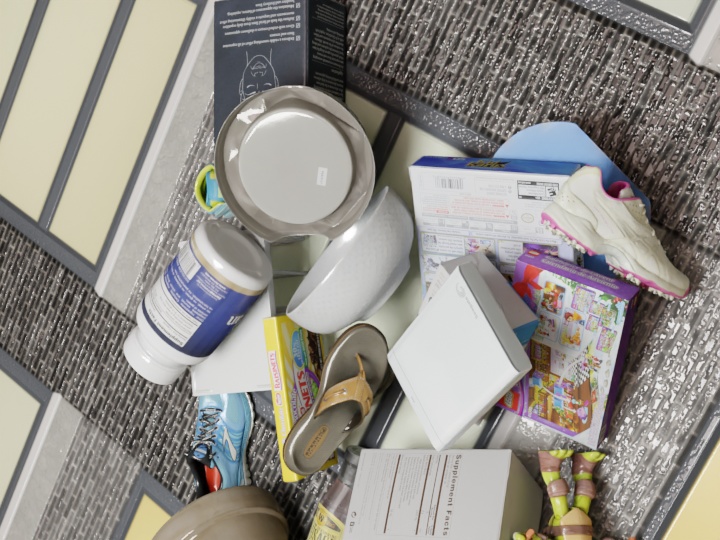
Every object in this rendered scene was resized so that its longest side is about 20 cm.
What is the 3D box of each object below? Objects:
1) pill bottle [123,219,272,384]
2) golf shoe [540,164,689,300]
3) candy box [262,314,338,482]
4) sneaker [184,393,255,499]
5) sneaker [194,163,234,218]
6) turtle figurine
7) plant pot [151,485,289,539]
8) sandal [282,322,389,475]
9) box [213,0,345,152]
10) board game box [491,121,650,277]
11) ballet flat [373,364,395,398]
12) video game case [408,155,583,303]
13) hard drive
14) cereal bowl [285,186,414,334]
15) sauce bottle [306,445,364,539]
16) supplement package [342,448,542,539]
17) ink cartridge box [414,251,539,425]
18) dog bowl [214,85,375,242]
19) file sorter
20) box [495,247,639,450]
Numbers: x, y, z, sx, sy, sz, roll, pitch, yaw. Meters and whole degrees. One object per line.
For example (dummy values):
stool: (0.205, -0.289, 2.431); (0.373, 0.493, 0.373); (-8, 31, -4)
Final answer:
pill bottle: (-0.206, 0.044, 1.313); (0.200, 0.111, 0.111); (-49, 69, 22)
golf shoe: (0.291, -0.039, 1.149); (0.092, 0.198, 0.075); (-60, 22, 2)
candy box: (-0.074, 0.154, 1.338); (0.026, 0.102, 0.203); (-8, 90, 32)
sneaker: (-0.197, 0.236, 1.462); (0.077, 0.090, 0.203); (-7, 86, 29)
sneaker: (-0.131, -0.101, 1.399); (0.197, 0.130, 0.081); (-2, 88, 29)
turtle figurine: (0.249, 0.289, 1.206); (0.064, 0.197, 0.164); (134, 140, -67)
plant pot: (-0.157, 0.408, 1.353); (0.201, 0.199, 0.174); (-55, 47, 18)
sandal: (-0.025, 0.160, 1.266); (0.201, 0.081, 0.055); (-57, 26, 0)
box: (-0.106, -0.252, 1.397); (0.146, 0.107, 0.204); (1, 90, 28)
board game box: (0.242, -0.082, 1.230); (0.200, 0.039, 0.158); (45, 128, 1)
ballet flat: (-0.027, 0.163, 1.397); (0.199, 0.046, 0.068); (-36, 77, 30)
video game case: (0.161, -0.038, 1.245); (0.197, 0.045, 0.184); (7, 117, 28)
hard drive: (0.103, 0.100, 1.178); (0.133, 0.026, 0.201); (62, 145, 21)
cereal bowl: (0.000, 0.000, 1.298); (0.083, 0.200, 0.200); (40, 112, -9)
sauce bottle: (-0.030, 0.327, 1.384); (0.065, 0.066, 0.203); (21, 100, 27)
supplement package: (0.100, 0.289, 1.256); (0.197, 0.121, 0.121); (-5, 54, 29)
ink cartridge box: (0.117, 0.092, 1.242); (0.116, 0.067, 0.201); (52, 141, 30)
dog bowl: (-0.076, -0.132, 1.297); (0.197, 0.059, 0.203); (4, 113, 8)
file sorter: (-0.141, 0.055, 1.409); (0.137, 0.124, 0.203); (-8, 86, 30)
box: (0.230, 0.089, 1.208); (0.135, 0.039, 0.203); (22, 124, 27)
